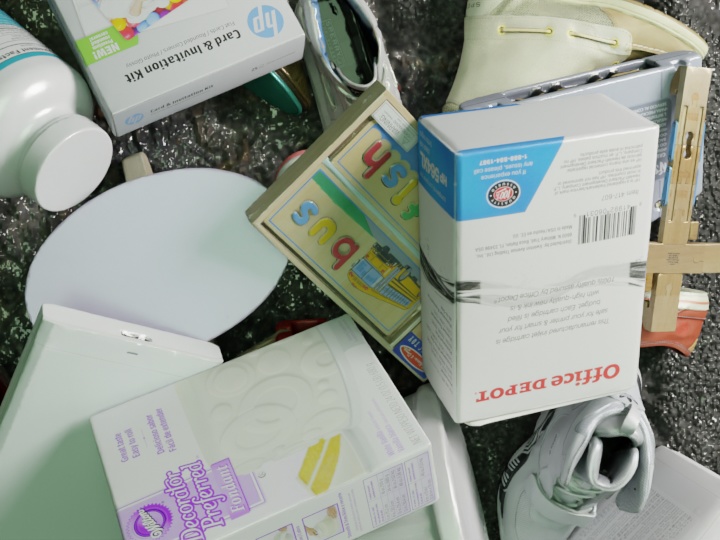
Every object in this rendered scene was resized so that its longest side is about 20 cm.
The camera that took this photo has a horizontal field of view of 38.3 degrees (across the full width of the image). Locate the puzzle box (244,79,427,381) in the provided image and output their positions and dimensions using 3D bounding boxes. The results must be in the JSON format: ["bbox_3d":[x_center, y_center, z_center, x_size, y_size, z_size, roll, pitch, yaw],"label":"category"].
[{"bbox_3d":[0.029,-0.022,0.753,0.133,0.025,0.200,-44,120,6],"label":"puzzle box"}]

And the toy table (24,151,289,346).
[{"bbox_3d":[-0.147,-0.004,0.801,0.198,0.117,0.186,-10,93,-3],"label":"toy table"}]

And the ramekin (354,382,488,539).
[{"bbox_3d":[0.041,0.194,0.786,0.093,0.202,0.205,-15,93,8],"label":"ramekin"}]

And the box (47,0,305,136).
[{"bbox_3d":[-0.154,-0.219,0.772,0.155,0.041,0.201,-25,78,-14],"label":"box"}]

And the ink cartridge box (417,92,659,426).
[{"bbox_3d":[0.119,-0.008,0.726,0.144,0.084,0.202,-9,117,-14],"label":"ink cartridge box"}]

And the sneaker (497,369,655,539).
[{"bbox_3d":[0.165,0.166,0.811,0.074,0.115,0.202,22,108,-4],"label":"sneaker"}]

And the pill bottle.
[{"bbox_3d":[-0.273,-0.128,0.760,0.200,0.111,0.111,39,90,19],"label":"pill bottle"}]

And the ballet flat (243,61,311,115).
[{"bbox_3d":[-0.112,-0.204,0.829,0.199,0.068,0.073,31,71,0],"label":"ballet flat"}]

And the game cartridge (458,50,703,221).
[{"bbox_3d":[0.173,-0.085,0.806,0.198,0.041,0.135,-14,115,-12],"label":"game cartridge"}]

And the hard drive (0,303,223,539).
[{"bbox_3d":[-0.198,0.125,0.747,0.131,0.026,0.201,16,114,-29],"label":"hard drive"}]

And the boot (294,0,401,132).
[{"bbox_3d":[-0.002,-0.132,0.815,0.073,0.096,0.202,-24,94,-2],"label":"boot"}]

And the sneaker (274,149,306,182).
[{"bbox_3d":[0.000,0.000,0.812,0.074,0.087,0.200,-38,104,11],"label":"sneaker"}]

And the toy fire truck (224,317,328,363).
[{"bbox_3d":[-0.102,0.129,0.826,0.198,0.049,0.142,-16,106,-2],"label":"toy fire truck"}]

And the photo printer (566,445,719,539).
[{"bbox_3d":[0.230,0.224,0.791,0.069,0.200,0.166,44,88,-4],"label":"photo printer"}]

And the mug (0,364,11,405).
[{"bbox_3d":[-0.364,0.142,0.769,0.198,0.177,0.135,-10,89,-8],"label":"mug"}]

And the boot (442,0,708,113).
[{"bbox_3d":[0.167,-0.146,0.839,0.198,0.072,0.156,16,93,-3],"label":"boot"}]

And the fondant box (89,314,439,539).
[{"bbox_3d":[-0.066,0.125,0.693,0.198,0.145,0.059,-22,130,-12],"label":"fondant box"}]

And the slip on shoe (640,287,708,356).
[{"bbox_3d":[0.188,0.042,0.848,0.197,0.074,0.062,2,95,-8],"label":"slip on shoe"}]

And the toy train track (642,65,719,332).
[{"bbox_3d":[0.237,-0.055,0.799,0.113,0.033,0.202,0,103,-20],"label":"toy train track"}]
